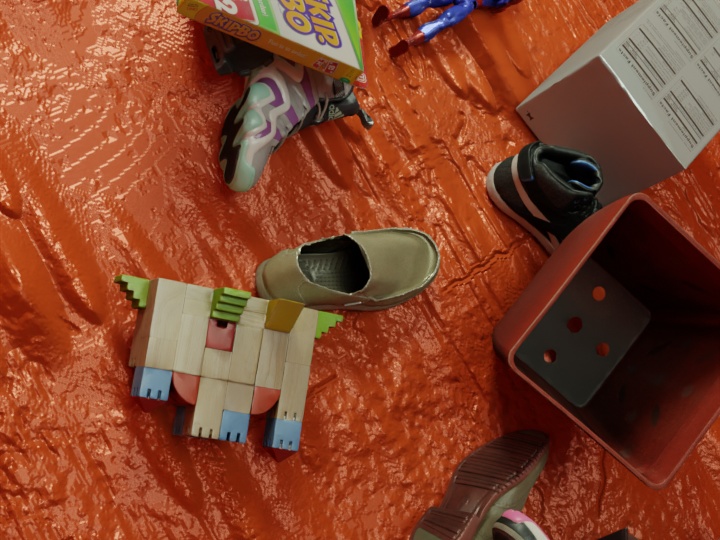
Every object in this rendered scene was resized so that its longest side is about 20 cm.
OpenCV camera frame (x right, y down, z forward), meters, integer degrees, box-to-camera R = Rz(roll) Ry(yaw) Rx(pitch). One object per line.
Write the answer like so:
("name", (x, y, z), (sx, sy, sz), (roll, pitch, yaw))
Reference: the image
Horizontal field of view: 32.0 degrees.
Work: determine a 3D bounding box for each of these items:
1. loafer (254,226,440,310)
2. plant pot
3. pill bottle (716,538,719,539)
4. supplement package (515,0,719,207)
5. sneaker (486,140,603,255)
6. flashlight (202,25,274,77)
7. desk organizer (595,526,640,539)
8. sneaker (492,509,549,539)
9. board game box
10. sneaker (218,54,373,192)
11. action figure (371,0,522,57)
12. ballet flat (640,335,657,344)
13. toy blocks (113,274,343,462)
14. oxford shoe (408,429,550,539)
("loafer", (0.000, 0.000, 1.193), (0.199, 0.068, 0.076), (-12, 81, -31))
("plant pot", (0.242, 0.060, 1.222), (0.200, 0.176, 0.200), (40, 85, -12))
("pill bottle", (0.374, 0.357, 1.222), (0.114, 0.114, 0.200), (44, 30, -10))
("supplement package", (0.310, -0.197, 1.375), (0.151, 0.152, 0.200), (51, 58, -7))
("sneaker", (0.236, -0.058, 1.315), (0.200, 0.112, 0.073), (33, 63, -16))
("flashlight", (-0.123, -0.276, 1.181), (0.068, 0.068, 0.200), (-1, 55, -32))
("desk organizer", (0.251, 0.355, 1.182), (0.077, 0.072, 0.200), (33, 43, -26))
("sneaker", (0.138, 0.318, 1.143), (0.087, 0.074, 0.201), (-17, 110, -26))
("board game box", (-0.073, -0.235, 1.133), (0.200, 0.030, 0.096), (20, 48, -33))
("sneaker", (-0.052, -0.151, 1.207), (0.140, 0.078, 0.201), (19, 67, -22))
("action figure", (0.117, -0.296, 1.337), (0.200, 0.099, 0.065), (-30, 91, -35))
("ballet flat", (0.325, 0.066, 1.352), (0.073, 0.073, 0.201), (14, 62, -24))
("toy blocks", (-0.123, 0.089, 1.094), (0.199, 0.100, 0.137), (13, 80, -25))
("oxford shoe", (0.120, 0.229, 1.201), (0.200, 0.070, 0.075), (-40, 121, -33))
